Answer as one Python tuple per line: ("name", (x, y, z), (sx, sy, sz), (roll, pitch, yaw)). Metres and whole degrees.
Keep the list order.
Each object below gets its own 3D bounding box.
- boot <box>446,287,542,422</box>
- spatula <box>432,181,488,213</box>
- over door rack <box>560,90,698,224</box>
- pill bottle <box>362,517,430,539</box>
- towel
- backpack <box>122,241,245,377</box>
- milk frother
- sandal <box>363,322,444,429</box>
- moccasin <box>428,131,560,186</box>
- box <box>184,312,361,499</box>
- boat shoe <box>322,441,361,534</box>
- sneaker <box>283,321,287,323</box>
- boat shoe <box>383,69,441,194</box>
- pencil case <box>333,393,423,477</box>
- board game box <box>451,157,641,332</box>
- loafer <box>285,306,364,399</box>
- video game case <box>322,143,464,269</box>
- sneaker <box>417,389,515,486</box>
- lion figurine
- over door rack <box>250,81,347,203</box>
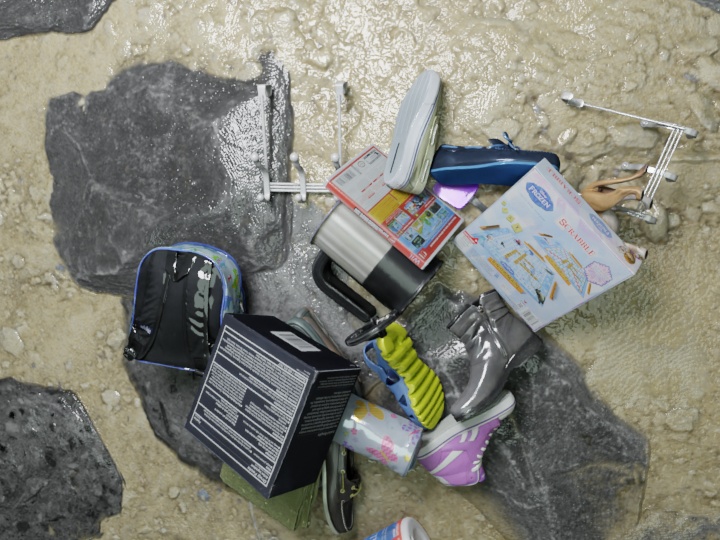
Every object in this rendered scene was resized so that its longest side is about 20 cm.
("boot", (0.183, 0.133, 0.919), (0.132, 0.070, 0.200), (45, 74, 4))
("spatula", (0.210, -0.093, 0.925), (0.200, 0.021, 0.057), (38, 97, 4))
("over door rack", (0.377, -0.172, 0.869), (0.200, 0.067, 0.148), (25, 101, 21))
("pill bottle", (0.025, 0.519, 0.981), (0.200, 0.112, 0.112), (-33, 90, 11))
("towel", (-0.161, 0.357, 1.014), (0.200, 0.036, 0.149), (22, 106, 23))
("backpack", (-0.286, 0.054, 0.969), (0.182, 0.147, 0.201), (10, 102, 10))
("milk frother", (0.000, 0.000, 0.883), (0.188, 0.200, 0.181), (39, 102, 4))
("sandal", (0.070, 0.179, 0.964), (0.087, 0.079, 0.200), (-19, 102, 49))
("moccasin", (0.202, -0.175, 0.874), (0.199, 0.080, 0.068), (6, 70, 22))
("box", (-0.136, 0.194, 0.869), (0.200, 0.123, 0.199), (26, 97, 32))
("boat shoe", (-0.031, 0.360, 0.994), (0.060, 0.072, 0.202), (-7, 92, 15))
("sneaker", (-0.138, 0.190, 0.988), (0.074, 0.085, 0.201), (4, 97, 9))
("boat shoe", (0.092, -0.218, 0.910), (0.062, 0.072, 0.201), (21, 85, -31))
("pencil case", (0.003, 0.258, 0.929), (0.200, 0.083, 0.091), (21, 120, 12))
("board game box", (0.268, -0.030, 0.854), (0.200, 0.041, 0.200), (49, 139, 3))
("loafer", (-0.049, 0.148, 0.978), (0.072, 0.063, 0.200), (-23, 108, 38))
("video game case", (0.056, -0.106, 0.900), (0.200, 0.143, 0.017), (40, 138, 4))
("sneaker", (0.194, 0.285, 0.950), (0.200, 0.073, 0.114), (-39, 92, 23))
("lion figurine", (0.354, -0.068, 0.839), (0.122, 0.072, 0.200), (19, 127, 39))
("over door rack", (-0.101, -0.212, 0.939), (0.147, 0.067, 0.201), (2, 97, 9))
